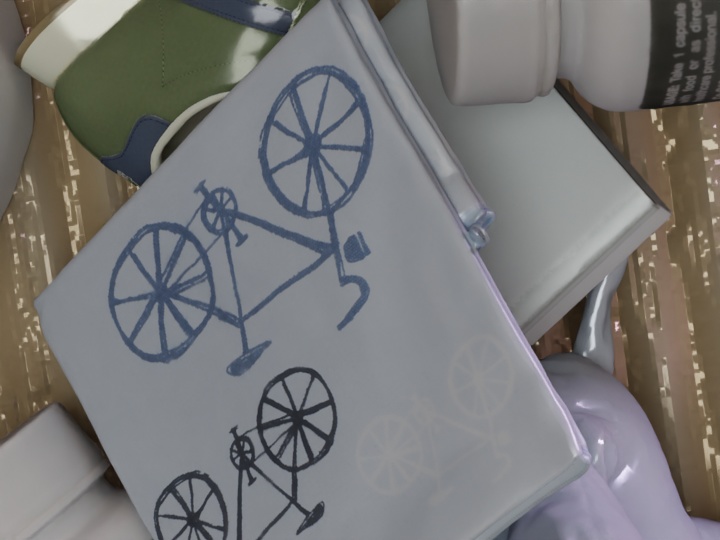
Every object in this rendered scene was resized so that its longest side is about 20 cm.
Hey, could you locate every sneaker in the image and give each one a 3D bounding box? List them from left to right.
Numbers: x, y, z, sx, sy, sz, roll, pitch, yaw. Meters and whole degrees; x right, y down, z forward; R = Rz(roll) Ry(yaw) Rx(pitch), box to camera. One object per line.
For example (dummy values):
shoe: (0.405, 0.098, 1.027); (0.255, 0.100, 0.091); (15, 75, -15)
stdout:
sneaker: (-0.027, -0.102, 0.984); (0.200, 0.067, 0.090); (-37, 87, 18)

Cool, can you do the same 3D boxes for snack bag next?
snack bag: (-0.019, 0.034, 0.933); (0.189, 0.021, 0.200); (-44, 63, 30)

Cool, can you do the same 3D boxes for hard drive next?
hard drive: (0.000, 0.000, 0.992); (0.200, 0.026, 0.132); (-44, 63, 12)

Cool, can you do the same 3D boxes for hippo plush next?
hippo plush: (0.084, 0.125, 0.985); (0.159, 0.200, 0.161); (-32, 121, 32)

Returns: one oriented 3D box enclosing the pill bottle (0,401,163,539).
pill bottle: (-0.088, 0.155, 1.011); (0.114, 0.114, 0.200); (-37, 93, 11)

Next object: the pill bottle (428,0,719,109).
pill bottle: (0.125, -0.115, 0.916); (0.200, 0.114, 0.114); (-6, 98, -4)

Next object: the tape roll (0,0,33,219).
tape roll: (-0.229, -0.065, 1.016); (0.202, 0.071, 0.203); (1, 99, 7)
